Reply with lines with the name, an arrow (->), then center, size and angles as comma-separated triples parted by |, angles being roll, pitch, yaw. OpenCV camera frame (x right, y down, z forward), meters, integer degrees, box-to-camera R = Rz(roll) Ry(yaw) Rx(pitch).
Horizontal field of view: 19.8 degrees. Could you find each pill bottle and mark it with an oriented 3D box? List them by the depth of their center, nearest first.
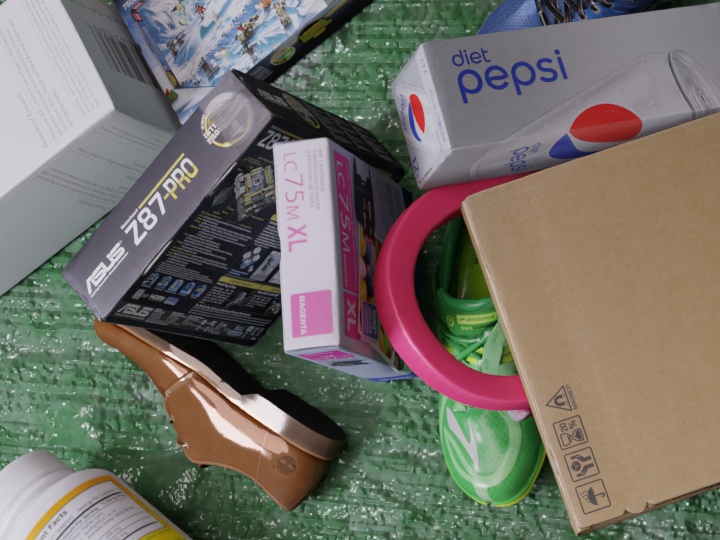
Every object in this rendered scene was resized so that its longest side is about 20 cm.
pill bottle -> -0.156, 0.203, 1.320 | 0.199, 0.109, 0.110 | 36, 98, 25

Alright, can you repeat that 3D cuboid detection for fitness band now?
fitness band -> 0.101, 0.002, 1.202 | 0.199, 0.037, 0.144 | -26, 78, -25

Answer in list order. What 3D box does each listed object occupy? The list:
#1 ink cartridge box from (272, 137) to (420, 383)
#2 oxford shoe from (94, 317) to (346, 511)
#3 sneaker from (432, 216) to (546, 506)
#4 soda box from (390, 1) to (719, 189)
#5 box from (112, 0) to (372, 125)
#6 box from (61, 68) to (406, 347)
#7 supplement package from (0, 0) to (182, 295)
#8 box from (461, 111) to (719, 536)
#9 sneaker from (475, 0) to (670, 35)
ink cartridge box -> 0.000, 0.000, 1.228 | 0.042, 0.200, 0.121 | -6, 79, 15
oxford shoe -> -0.106, 0.085, 1.338 | 0.199, 0.071, 0.072 | 34, 103, 24
sneaker -> 0.070, 0.042, 1.250 | 0.073, 0.083, 0.202 | -5, 81, 24
soda box -> 0.123, -0.102, 1.194 | 0.198, 0.063, 0.069 | -9, 74, -20
box -> -0.068, -0.206, 1.376 | 0.199, 0.040, 0.138 | -36, 70, 17
box -> -0.073, -0.031, 1.264 | 0.161, 0.200, 0.049 | -47, 68, 13
supplement package -> -0.233, -0.086, 1.395 | 0.199, 0.117, 0.118 | -36, 70, 16
box -> 0.163, 0.027, 1.150 | 0.162, 0.021, 0.202 | -18, 74, -2
sneaker -> 0.145, -0.178, 1.243 | 0.199, 0.089, 0.079 | -34, 69, 18
